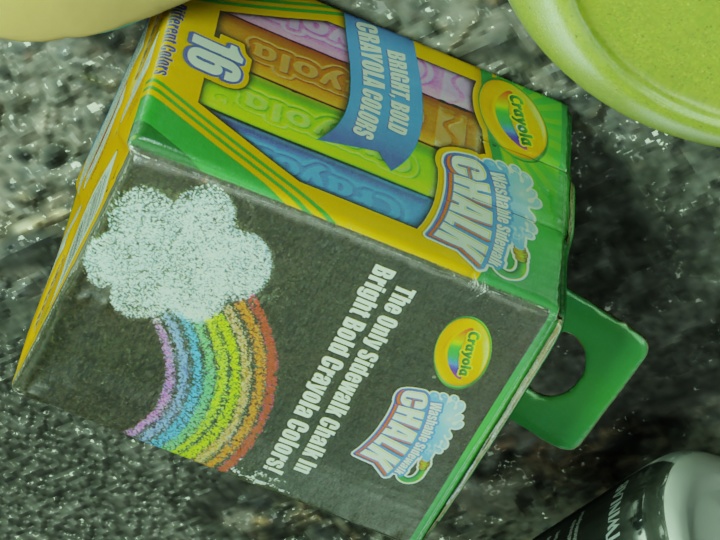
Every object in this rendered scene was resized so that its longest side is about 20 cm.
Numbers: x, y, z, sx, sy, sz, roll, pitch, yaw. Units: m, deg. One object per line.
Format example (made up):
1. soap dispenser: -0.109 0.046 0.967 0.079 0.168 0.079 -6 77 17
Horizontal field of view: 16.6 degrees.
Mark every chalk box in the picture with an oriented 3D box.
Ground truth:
1. chalk box: 0.000 0.000 0.865 0.199 0.124 0.125 22 128 -11

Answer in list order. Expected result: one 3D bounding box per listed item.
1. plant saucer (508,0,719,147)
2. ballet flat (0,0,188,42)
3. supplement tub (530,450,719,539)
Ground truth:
1. plant saucer: 0.139 -0.113 0.813 0.199 0.031 0.201 4 129 5
2. ballet flat: -0.048 -0.129 0.799 0.199 0.069 0.063 -17 159 12
3. supplement tub: 0.087 0.168 0.990 0.122 0.123 0.200 38 125 -22
